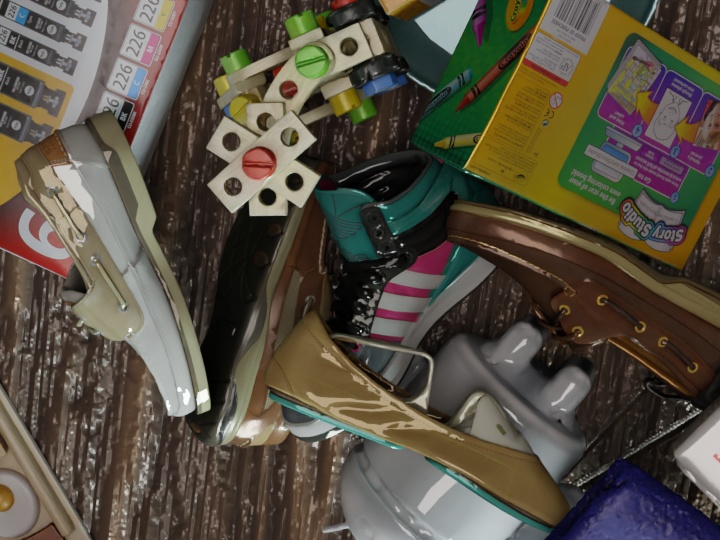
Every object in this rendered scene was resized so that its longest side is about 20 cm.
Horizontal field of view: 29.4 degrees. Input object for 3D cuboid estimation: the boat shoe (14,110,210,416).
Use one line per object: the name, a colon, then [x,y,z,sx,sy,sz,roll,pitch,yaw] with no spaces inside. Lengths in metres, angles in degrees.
boat shoe: [-0.149,0.006,0.840,0.068,0.075,0.200,-22,110,-13]

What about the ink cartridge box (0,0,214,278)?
ink cartridge box: [-0.215,-0.122,0.884,0.175,0.084,0.200,24,102,1]

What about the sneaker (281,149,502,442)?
sneaker: [0.000,0.000,0.847,0.200,0.084,0.121,-48,121,-13]

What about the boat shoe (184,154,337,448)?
boat shoe: [-0.053,0.023,0.908,0.074,0.076,0.201,16,96,-31]

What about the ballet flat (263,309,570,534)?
ballet flat: [0.042,0.085,0.791,0.200,0.069,0.063,26,90,-1]

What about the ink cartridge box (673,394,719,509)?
ink cartridge box: [0.304,0.087,0.807,0.145,0.084,0.200,45,100,9]

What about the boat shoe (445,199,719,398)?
boat shoe: [0.139,0.017,0.827,0.200,0.072,0.068,24,89,-12]

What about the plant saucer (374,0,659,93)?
plant saucer: [0.092,-0.202,0.863,0.199,0.036,0.201,1,100,6]

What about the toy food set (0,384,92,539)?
toy food set: [-0.292,0.165,0.957,0.143,0.060,0.200,-28,97,10]

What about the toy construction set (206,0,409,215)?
toy construction set: [-0.038,-0.105,0.811,0.131,0.200,0.092,-23,108,9]

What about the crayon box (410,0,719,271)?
crayon box: [0.139,-0.087,0.809,0.200,0.058,0.119,21,98,-37]

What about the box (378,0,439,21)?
box: [0.096,-0.211,0.782,0.200,0.119,0.042,-32,93,10]

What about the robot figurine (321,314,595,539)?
robot figurine: [0.065,0.121,0.886,0.170,0.113,0.200,44,102,11]

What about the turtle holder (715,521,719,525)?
turtle holder: [0.181,0.250,0.887,0.185,0.141,0.132,-14,115,1]

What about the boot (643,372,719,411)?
boot: [0.305,0.057,0.877,0.200,0.069,0.174,-44,86,4]

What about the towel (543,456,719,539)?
towel: [0.176,0.211,0.777,0.200,0.050,0.148,38,104,-9]
